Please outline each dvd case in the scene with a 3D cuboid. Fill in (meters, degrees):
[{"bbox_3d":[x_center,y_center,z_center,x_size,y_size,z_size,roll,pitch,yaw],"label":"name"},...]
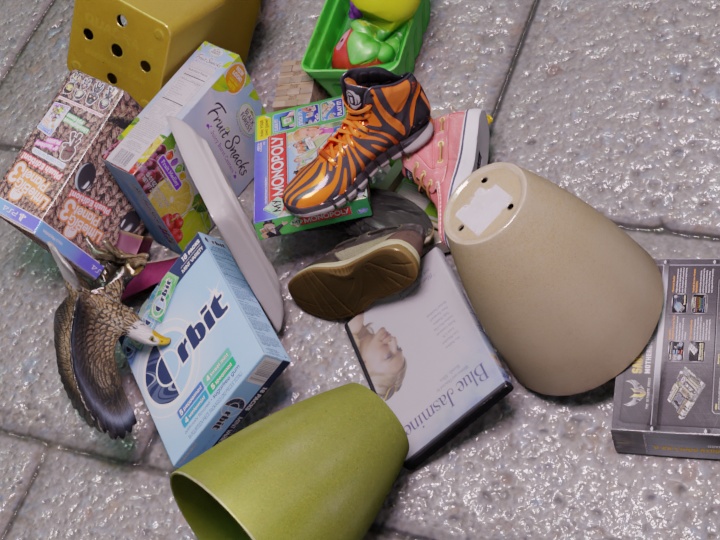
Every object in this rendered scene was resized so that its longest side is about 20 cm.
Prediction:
[{"bbox_3d":[0.066,0.089,1.252,0.142,0.017,0.201,-41,48,18],"label":"dvd case"}]

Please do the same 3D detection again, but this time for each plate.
[{"bbox_3d":[-0.145,-0.059,1.343,0.032,0.201,0.201,-28,46,-2],"label":"plate"}]

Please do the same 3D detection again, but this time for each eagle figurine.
[{"bbox_3d":[-0.283,0.073,1.303,0.149,0.152,0.203,16,82,25],"label":"eagle figurine"}]

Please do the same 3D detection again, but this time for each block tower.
[{"bbox_3d":[-0.083,-0.184,1.512,0.057,0.054,0.202,-2,55,18],"label":"block tower"}]

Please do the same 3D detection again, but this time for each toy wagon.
[{"bbox_3d":[0.096,-0.103,1.398,0.154,0.040,0.201,23,66,31],"label":"toy wagon"}]

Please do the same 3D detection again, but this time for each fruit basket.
[{"bbox_3d":[0.015,-0.331,1.488,0.153,0.217,0.218,4,57,22],"label":"fruit basket"}]

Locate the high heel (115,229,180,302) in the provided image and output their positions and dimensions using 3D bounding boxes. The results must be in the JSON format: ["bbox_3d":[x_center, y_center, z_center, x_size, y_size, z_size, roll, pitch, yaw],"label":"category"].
[{"bbox_3d":[-0.222,0.023,1.429,0.198,0.067,0.098,18,91,26],"label":"high heel"}]

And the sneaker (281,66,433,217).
[{"bbox_3d":[-0.015,-0.151,1.292,0.199,0.113,0.077,-38,46,-13],"label":"sneaker"}]

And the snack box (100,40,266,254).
[{"bbox_3d":[-0.201,-0.147,1.456,0.067,0.169,0.201,25,67,30],"label":"snack box"}]

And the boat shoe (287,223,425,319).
[{"bbox_3d":[0.000,0.000,1.315,0.198,0.074,0.065,-16,28,44],"label":"boat shoe"}]

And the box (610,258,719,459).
[{"bbox_3d":[0.334,0.083,1.170,0.156,0.049,0.202,-1,56,22],"label":"box"}]

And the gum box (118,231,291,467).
[{"bbox_3d":[-0.178,0.087,1.315,0.170,0.044,0.201,-49,48,19],"label":"gum box"}]

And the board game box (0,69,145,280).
[{"bbox_3d":[-0.331,-0.111,1.462,0.096,0.159,0.202,24,78,32],"label":"board game box"}]

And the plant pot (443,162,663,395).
[{"bbox_3d":[0.171,-0.008,1.167,0.185,0.200,0.189,-24,44,26],"label":"plant pot"}]

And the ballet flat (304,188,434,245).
[{"bbox_3d":[0.002,-0.060,1.366,0.198,0.057,0.066,17,46,33],"label":"ballet flat"}]

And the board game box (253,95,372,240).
[{"bbox_3d":[-0.058,-0.125,1.389,0.132,0.029,0.202,-12,43,6],"label":"board game box"}]

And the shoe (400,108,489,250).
[{"bbox_3d":[0.088,-0.099,1.331,0.089,0.072,0.202,-4,50,20],"label":"shoe"}]

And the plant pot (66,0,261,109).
[{"bbox_3d":[-0.258,-0.310,1.490,0.198,0.202,0.177,29,43,8],"label":"plant pot"}]

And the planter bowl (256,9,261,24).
[{"bbox_3d":[-0.211,-0.391,1.637,0.198,0.200,0.136,-23,77,3],"label":"planter bowl"}]

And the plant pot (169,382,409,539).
[{"bbox_3d":[-0.051,0.208,1.159,0.199,0.189,0.186,-38,51,-26],"label":"plant pot"}]
